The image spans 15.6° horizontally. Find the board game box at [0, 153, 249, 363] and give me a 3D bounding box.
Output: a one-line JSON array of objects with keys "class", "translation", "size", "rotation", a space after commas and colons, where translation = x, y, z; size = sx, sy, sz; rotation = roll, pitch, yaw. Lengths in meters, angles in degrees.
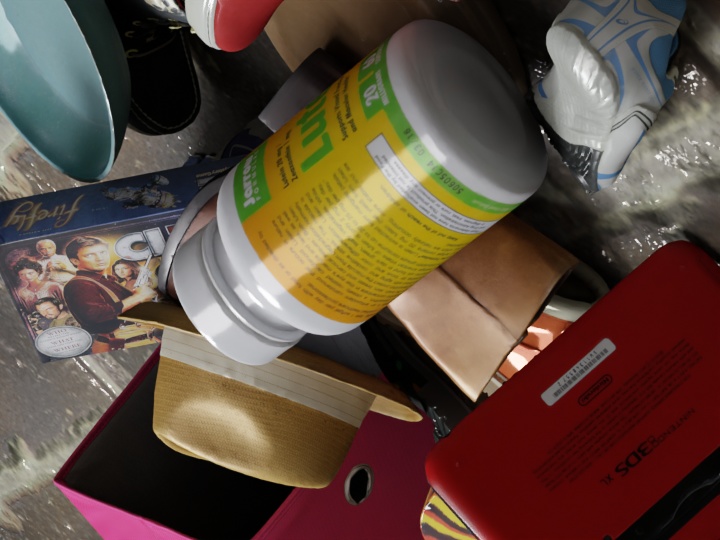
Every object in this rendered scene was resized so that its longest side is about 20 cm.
[{"class": "board game box", "translation": [-0.120, -0.008, 1.635], "size": [0.136, 0.199, 0.035], "rotation": [74, -173, -54]}]

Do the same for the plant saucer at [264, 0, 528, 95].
[{"class": "plant saucer", "translation": [0.008, -0.135, 1.483], "size": [0.200, 0.029, 0.200], "rotation": [33, 153, 20]}]

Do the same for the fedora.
[{"class": "fedora", "translation": [-0.064, 0.083, 1.599], "size": [0.200, 0.082, 0.201], "rotation": [19, 174, 2]}]

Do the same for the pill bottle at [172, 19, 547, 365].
[{"class": "pill bottle", "translation": [-0.006, -0.035, 1.412], "size": [0.200, 0.111, 0.111], "rotation": [-38, 100, 29]}]

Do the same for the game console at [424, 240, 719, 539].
[{"class": "game console", "translation": [0.159, 0.115, 1.452], "size": [0.172, 0.200, 0.119], "rotation": [47, 170, 14]}]

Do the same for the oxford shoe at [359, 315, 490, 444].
[{"class": "oxford shoe", "translation": [0.054, 0.046, 1.650], "size": [0.200, 0.084, 0.073], "rotation": [51, 169, 35]}]

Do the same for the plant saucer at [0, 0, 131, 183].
[{"class": "plant saucer", "translation": [-0.195, -0.149, 1.591], "size": [0.200, 0.036, 0.200], "rotation": [43, 153, 29]}]

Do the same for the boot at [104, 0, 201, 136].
[{"class": "boot", "translation": [-0.123, -0.154, 1.585], "size": [0.154, 0.073, 0.204], "rotation": [22, 144, 49]}]

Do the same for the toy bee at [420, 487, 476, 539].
[{"class": "toy bee", "translation": [0.136, 0.128, 1.624], "size": [0.131, 0.199, 0.109], "rotation": [-101, 7, -56]}]

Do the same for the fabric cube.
[{"class": "fabric cube", "translation": [-0.046, 0.155, 1.797], "size": [0.200, 0.196, 0.200], "rotation": [16, 149, 44]}]

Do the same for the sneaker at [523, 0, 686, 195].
[{"class": "sneaker", "translation": [0.128, -0.093, 1.331], "size": [0.072, 0.072, 0.200], "rotation": [57, 172, 10]}]

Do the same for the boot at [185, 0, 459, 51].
[{"class": "boot", "translation": [-0.004, -0.158, 1.374], "size": [0.144, 0.072, 0.200], "rotation": [38, 136, 6]}]

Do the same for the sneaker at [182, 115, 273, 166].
[{"class": "sneaker", "translation": [-0.099, -0.024, 1.713], "size": [0.081, 0.115, 0.199], "rotation": [47, 155, -10]}]

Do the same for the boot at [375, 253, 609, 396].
[{"class": "boot", "translation": [0.067, -0.001, 1.569], "size": [0.200, 0.075, 0.107], "rotation": [34, 140, 22]}]

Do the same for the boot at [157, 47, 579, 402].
[{"class": "boot", "translation": [0.000, 0.000, 1.520], "size": [0.200, 0.188, 0.068], "rotation": [41, -162, 2]}]
